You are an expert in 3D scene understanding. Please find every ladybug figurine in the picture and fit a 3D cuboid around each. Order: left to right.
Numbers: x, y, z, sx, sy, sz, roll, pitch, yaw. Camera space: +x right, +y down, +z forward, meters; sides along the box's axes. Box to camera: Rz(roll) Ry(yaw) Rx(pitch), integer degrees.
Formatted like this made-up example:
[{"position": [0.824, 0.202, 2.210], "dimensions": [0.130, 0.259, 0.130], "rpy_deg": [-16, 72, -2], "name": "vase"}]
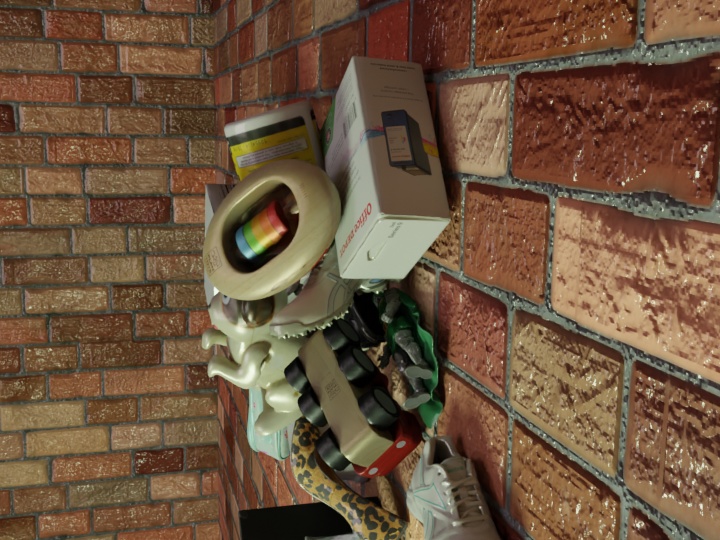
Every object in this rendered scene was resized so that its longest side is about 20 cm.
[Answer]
[{"position": [-0.096, -0.042, 0.984], "dimensions": [0.199, 0.072, 0.137], "rpy_deg": [-31, 70, 27], "name": "ladybug figurine"}]

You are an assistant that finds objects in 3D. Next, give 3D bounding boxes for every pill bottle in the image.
[{"position": [-0.087, -0.097, 1.078], "dimensions": [0.114, 0.113, 0.203], "rpy_deg": [-159, 52, -73], "name": "pill bottle"}]

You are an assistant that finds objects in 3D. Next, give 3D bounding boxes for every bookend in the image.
[{"position": [-0.079, 0.410, 1.231], "dimensions": [0.200, 0.197, 0.093], "rpy_deg": [109, 154, -49], "name": "bookend"}]

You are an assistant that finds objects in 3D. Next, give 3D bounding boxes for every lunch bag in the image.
[{"position": [-0.120, 0.195, 1.426], "dimensions": [0.076, 0.160, 0.203], "rpy_deg": [16, 118, 28], "name": "lunch bag"}]

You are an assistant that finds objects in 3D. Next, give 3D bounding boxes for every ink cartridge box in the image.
[{"position": [0.021, -0.109, 0.972], "dimensions": [0.146, 0.086, 0.203], "rpy_deg": [124, 143, -57], "name": "ink cartridge box"}]

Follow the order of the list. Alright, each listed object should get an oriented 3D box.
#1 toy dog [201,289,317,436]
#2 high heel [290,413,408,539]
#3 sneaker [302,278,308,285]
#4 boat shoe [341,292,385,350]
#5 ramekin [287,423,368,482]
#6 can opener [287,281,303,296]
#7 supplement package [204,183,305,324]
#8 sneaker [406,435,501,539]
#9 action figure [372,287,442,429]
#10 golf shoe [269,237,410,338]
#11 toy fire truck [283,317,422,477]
[{"position": [-0.119, 0.086, 1.142], "dimensions": [0.140, 0.192, 0.201], "rpy_deg": [-94, -21, -55], "name": "toy dog"}, {"position": [-0.015, 0.262, 1.132], "dimensions": [0.071, 0.141, 0.203], "rpy_deg": [25, -128, -63], "name": "high heel"}, {"position": [-0.030, -0.005, 1.278], "dimensions": [0.200, 0.074, 0.090], "rpy_deg": [159, 121, -68], "name": "sneaker"}, {"position": [0.000, 0.000, 1.144], "dimensions": [0.068, 0.071, 0.203], "rpy_deg": [151, 110, -65], "name": "boat shoe"}, {"position": [-0.048, 0.212, 1.285], "dimensions": [0.200, 0.096, 0.204], "rpy_deg": [178, 90, -74], "name": "ramekin"}, {"position": [-0.072, -0.038, 1.248], "dimensions": [0.201, 0.066, 0.053], "rpy_deg": [-53, 11, 3], "name": "can opener"}, {"position": [-0.154, -0.030, 1.454], "dimensions": [0.147, 0.197, 0.194], "rpy_deg": [-119, 30, -58], "name": "supplement package"}, {"position": [0.090, 0.229, 0.843], "dimensions": [0.200, 0.069, 0.082], "rpy_deg": [-130, 44, -67], "name": "sneaker"}, {"position": [0.047, 0.078, 1.021], "dimensions": [0.201, 0.054, 0.120], "rpy_deg": [-112, 22, -61], "name": "action figure"}, {"position": [-0.037, 0.005, 1.025], "dimensions": [0.078, 0.199, 0.098], "rpy_deg": [-6, 113, 55], "name": "golf shoe"}, {"position": [0.012, 0.180, 1.070], "dimensions": [0.129, 0.199, 0.177], "rpy_deg": [-45, 45, 15], "name": "toy fire truck"}]
